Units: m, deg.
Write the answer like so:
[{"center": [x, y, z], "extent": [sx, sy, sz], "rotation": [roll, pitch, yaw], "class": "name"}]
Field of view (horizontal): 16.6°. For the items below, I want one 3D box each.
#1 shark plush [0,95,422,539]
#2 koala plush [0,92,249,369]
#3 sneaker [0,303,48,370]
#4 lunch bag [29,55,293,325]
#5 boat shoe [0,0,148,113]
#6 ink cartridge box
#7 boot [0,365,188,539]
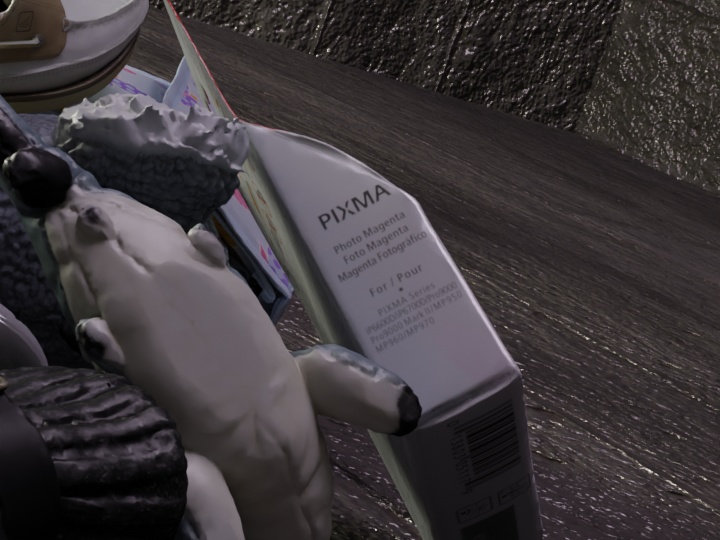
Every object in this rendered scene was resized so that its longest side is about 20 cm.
[{"center": [-0.077, 0.026, 0.779], "extent": [0.200, 0.091, 0.083], "rotation": [44, -25, -12], "class": "shark plush"}, {"center": [-0.139, -0.016, 0.871], "extent": [0.200, 0.178, 0.184], "rotation": [22, 29, 8], "class": "koala plush"}, {"center": [-0.197, 0.034, 0.770], "extent": [0.200, 0.075, 0.082], "rotation": [11, 23, -10], "class": "sneaker"}, {"center": [-0.120, -0.038, 1.157], "extent": [0.200, 0.127, 0.170], "rotation": [22, 14, -2], "class": "lunch bag"}, {"center": [-0.158, -0.109, 1.042], "extent": [0.075, 0.068, 0.200], "rotation": [32, 34, 22], "class": "boat shoe"}, {"center": [0.000, 0.000, 0.901], "extent": [0.163, 0.057, 0.200], "rotation": [74, -7, -64], "class": "ink cartridge box"}, {"center": [-0.104, 0.070, 0.654], "extent": [0.158, 0.080, 0.211], "rotation": [12, 11, -42], "class": "boot"}]
